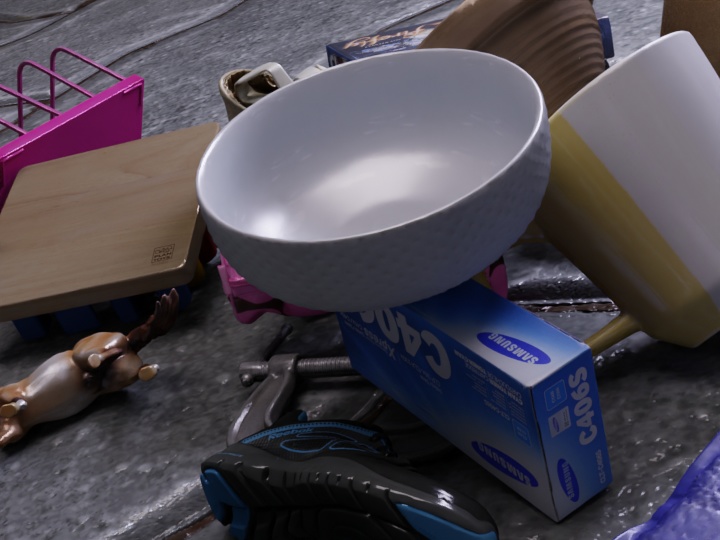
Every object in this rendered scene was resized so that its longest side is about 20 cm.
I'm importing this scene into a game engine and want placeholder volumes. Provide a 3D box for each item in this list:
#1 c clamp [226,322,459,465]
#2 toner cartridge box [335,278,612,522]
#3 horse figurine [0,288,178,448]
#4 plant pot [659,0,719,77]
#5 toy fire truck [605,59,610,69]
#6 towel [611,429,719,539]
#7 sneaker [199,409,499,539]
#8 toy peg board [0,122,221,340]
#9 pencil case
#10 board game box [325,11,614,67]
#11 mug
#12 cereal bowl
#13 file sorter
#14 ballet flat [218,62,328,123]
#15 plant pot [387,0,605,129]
[{"bbox_3d":[-0.003,0.073,0.830,0.199,0.027,0.171,-2,28,27],"label":"c clamp"},{"bbox_3d":[0.054,0.050,0.724,0.043,0.095,0.200,-31,35,-21],"label":"toner cartridge box"},{"bbox_3d":[-0.210,0.080,0.905,0.199,0.050,0.133,-29,8,-9],"label":"horse figurine"},{"bbox_3d":[0.372,-0.233,1.111,0.199,0.187,0.187,8,30,18],"label":"plant pot"},{"bbox_3d":[0.133,-0.092,1.015,0.200,0.129,0.176,-37,29,-16],"label":"toy fire truck"},{"bbox_3d":[0.209,0.135,0.540,0.147,0.050,0.200,-37,31,-25],"label":"towel"},{"bbox_3d":[0.000,0.112,0.683,0.199,0.074,0.082,9,35,44],"label":"sneaker"},{"bbox_3d":[-0.209,-0.013,1.104,0.199,0.098,0.200,-12,39,14],"label":"toy peg board"},{"bbox_3d":[0.000,0.000,0.877,0.199,0.091,0.094,-1,23,13],"label":"pencil case"},{"bbox_3d":[0.086,-0.179,1.044,0.199,0.035,0.135,-15,23,-14],"label":"board game box"},{"bbox_3d":[0.176,-0.027,0.788,0.187,0.153,0.149,-45,-13,34],"label":"mug"},{"bbox_3d":[0.013,-0.042,0.714,0.199,0.084,0.200,-12,34,8],"label":"cereal bowl"},{"bbox_3d":[-0.329,-0.119,1.275,0.125,0.139,0.200,27,41,20],"label":"file sorter"},{"bbox_3d":[-0.047,-0.124,0.963,0.067,0.063,0.200,-40,29,-29],"label":"ballet flat"},{"bbox_3d":[0.098,-0.107,0.865,0.201,0.093,0.201,-39,-13,-11],"label":"plant pot"}]
